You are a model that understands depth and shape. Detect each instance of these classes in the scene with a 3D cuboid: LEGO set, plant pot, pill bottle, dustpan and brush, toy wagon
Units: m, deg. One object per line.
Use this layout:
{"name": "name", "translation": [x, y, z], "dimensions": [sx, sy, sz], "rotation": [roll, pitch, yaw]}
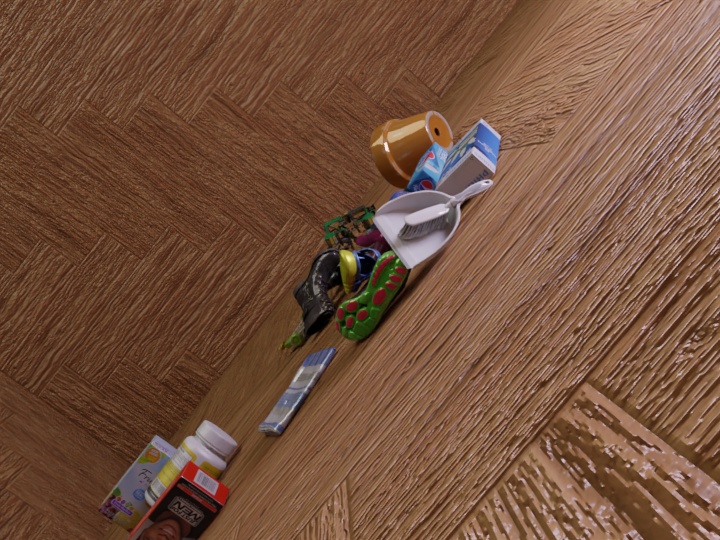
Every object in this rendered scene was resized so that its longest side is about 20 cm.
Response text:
{"name": "LEGO set", "translation": [-0.020, -0.107, 1.865], "dimensions": [0.199, 0.116, 0.154], "rotation": [-30, 28, -6]}
{"name": "plant pot", "translation": [0.160, -0.364, 1.735], "dimensions": [0.182, 0.201, 0.201], "rotation": [-22, 26, 42]}
{"name": "pill bottle", "translation": [-0.373, 0.446, 1.338], "dimensions": [0.201, 0.114, 0.114], "rotation": [-53, 8, -13]}
{"name": "dustpan and brush", "translation": [0.135, -0.099, 1.006], "dimensions": [0.199, 0.140, 0.057], "rotation": [-23, -37, -15]}
{"name": "toy wagon", "translation": [-0.154, 0.154, 1.667], "dimensions": [0.200, 0.039, 0.155], "rotation": [-50, 8, 19]}

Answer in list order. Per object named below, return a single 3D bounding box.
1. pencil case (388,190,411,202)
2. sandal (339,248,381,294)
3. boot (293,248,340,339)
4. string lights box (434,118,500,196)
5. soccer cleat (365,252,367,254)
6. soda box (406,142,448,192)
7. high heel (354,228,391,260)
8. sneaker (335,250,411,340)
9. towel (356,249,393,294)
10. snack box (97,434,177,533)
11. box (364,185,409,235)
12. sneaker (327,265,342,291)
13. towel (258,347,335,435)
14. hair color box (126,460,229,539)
{"name": "pencil case", "translation": [0.103, -0.127, 1.339], "dimensions": [0.200, 0.077, 0.088], "rotation": [-90, 2, -76]}
{"name": "sandal", "translation": [0.000, 0.000, 1.282], "dimensions": [0.086, 0.080, 0.200], "rotation": [-13, -7, -6]}
{"name": "boot", "translation": [-0.095, 0.059, 1.542], "dimensions": [0.201, 0.069, 0.174], "rotation": [-53, 34, 17]}
{"name": "string lights box", "translation": [0.209, -0.206, 1.149], "dimensions": [0.103, 0.059, 0.200], "rotation": [-45, 11, 32]}
{"name": "soccer cleat", "translation": [-0.004, -0.012, 1.556], "dimensions": [0.083, 0.065, 0.200], "rotation": [-22, 2, -4]}
{"name": "soda box", "translation": [0.174, -0.240, 1.466], "dimensions": [0.064, 0.068, 0.200], "rotation": [-46, 9, 32]}
{"name": "high heel", "translation": [0.045, -0.083, 1.495], "dimensions": [0.097, 0.067, 0.200], "rotation": [-60, 22, 5]}
{"name": "sneaker", "translation": [0.030, 0.049, 1.051], "dimensions": [0.200, 0.077, 0.084], "rotation": [-49, -17, 25]}
{"name": "towel", "translation": [0.039, 0.017, 1.253], "dimensions": [0.200, 0.022, 0.145], "rotation": [-51, 6, -7]}
{"name": "snack box", "translation": [-0.486, 0.525, 1.423], "dimensions": [0.201, 0.168, 0.068], "rotation": [-52, 9, -3]}
{"name": "box", "translation": [0.084, -0.140, 1.590], "dimensions": [0.158, 0.051, 0.200], "rotation": [-53, 8, -17]}
{"name": "sneaker", "translation": [-0.059, 0.002, 1.758], "dimensions": [0.086, 0.081, 0.200], "rotation": [-20, 21, 27]}
{"name": "towel", "translation": [-0.128, 0.241, 1.196], "dimensions": [0.201, 0.024, 0.147], "rotation": [-55, 9, -22]}
{"name": "hair color box", "translation": [-0.350, 0.473, 1.136], "dimensions": [0.200, 0.101, 0.061], "rotation": [-51, 8, 9]}
